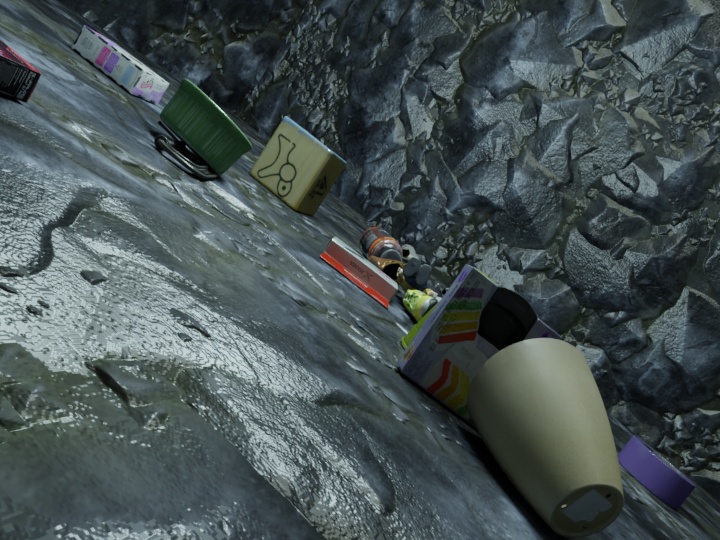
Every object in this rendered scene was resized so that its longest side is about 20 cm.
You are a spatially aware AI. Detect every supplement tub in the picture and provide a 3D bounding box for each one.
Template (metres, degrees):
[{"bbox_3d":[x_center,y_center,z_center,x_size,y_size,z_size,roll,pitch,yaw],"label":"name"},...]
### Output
[{"bbox_3d":[0.064,-0.056,1.804,0.106,0.108,0.200,33,8,-20],"label":"supplement tub"}]

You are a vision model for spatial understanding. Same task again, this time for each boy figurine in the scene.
[{"bbox_3d":[0.150,0.039,1.590,0.123,0.065,0.201,33,-14,15],"label":"boy figurine"}]

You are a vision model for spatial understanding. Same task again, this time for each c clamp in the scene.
[{"bbox_3d":[-0.368,-0.240,1.225,0.170,0.027,0.200,41,5,-13],"label":"c clamp"}]

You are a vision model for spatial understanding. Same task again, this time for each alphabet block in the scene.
[{"bbox_3d":[-0.184,-0.309,1.812,0.194,0.202,0.196,38,8,12],"label":"alphabet block"}]

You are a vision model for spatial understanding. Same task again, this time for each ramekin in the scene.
[{"bbox_3d":[-0.339,-0.304,1.307,0.199,0.098,0.200,43,-5,4],"label":"ramekin"}]

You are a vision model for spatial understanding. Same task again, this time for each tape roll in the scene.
[{"bbox_3d":[0.834,0.569,1.705,0.198,0.086,0.200,37,6,-5],"label":"tape roll"}]

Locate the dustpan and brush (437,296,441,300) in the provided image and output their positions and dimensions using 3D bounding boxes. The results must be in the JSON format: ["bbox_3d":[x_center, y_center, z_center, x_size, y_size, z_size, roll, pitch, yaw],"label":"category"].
[{"bbox_3d":[0.284,0.140,1.898,0.139,0.058,0.199,41,15,18],"label":"dustpan and brush"}]

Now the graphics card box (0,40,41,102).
[{"bbox_3d":[-0.501,-0.280,0.717,0.125,0.051,0.200,39,8,11],"label":"graphics card box"}]

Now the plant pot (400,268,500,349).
[{"bbox_3d":[0.206,0.111,1.109,0.198,0.195,0.201,35,7,-5],"label":"plant pot"}]

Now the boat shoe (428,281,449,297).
[{"bbox_3d":[0.308,0.096,2.189,0.073,0.063,0.198,42,9,40],"label":"boat shoe"}]

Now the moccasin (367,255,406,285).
[{"bbox_3d":[0.092,0.003,1.649,0.077,0.075,0.200,24,-1,34],"label":"moccasin"}]

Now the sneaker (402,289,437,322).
[{"bbox_3d":[0.138,0.087,1.457,0.075,0.077,0.200,29,-3,1],"label":"sneaker"}]

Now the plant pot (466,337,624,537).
[{"bbox_3d":[0.251,0.226,0.780,0.185,0.188,0.202,33,22,-23],"label":"plant pot"}]

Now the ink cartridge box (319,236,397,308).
[{"bbox_3d":[0.000,0.000,1.406,0.198,0.044,0.174,37,6,-2],"label":"ink cartridge box"}]

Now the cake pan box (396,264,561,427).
[{"bbox_3d":[0.183,0.120,0.921,0.183,0.202,0.052,37,2,-8],"label":"cake pan box"}]

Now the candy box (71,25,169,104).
[{"bbox_3d":[-0.639,-0.547,1.616,0.198,0.072,0.168,37,7,2],"label":"candy box"}]

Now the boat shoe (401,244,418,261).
[{"bbox_3d":[0.218,-0.086,2.878,0.069,0.071,0.201,36,14,-23],"label":"boat shoe"}]
